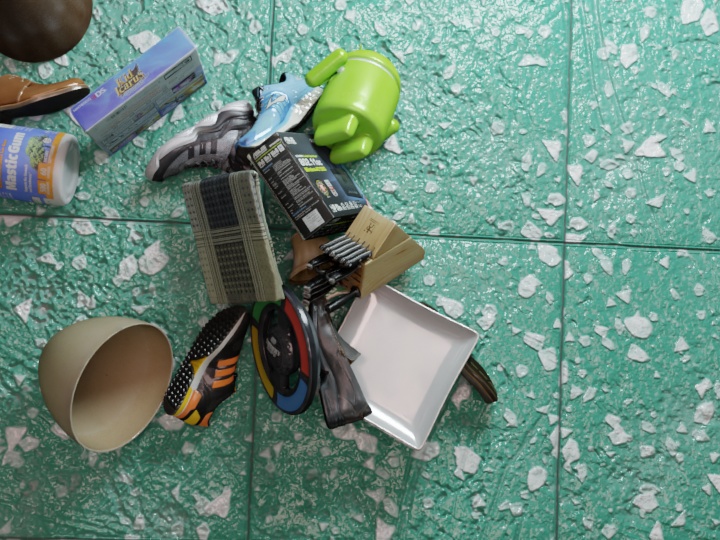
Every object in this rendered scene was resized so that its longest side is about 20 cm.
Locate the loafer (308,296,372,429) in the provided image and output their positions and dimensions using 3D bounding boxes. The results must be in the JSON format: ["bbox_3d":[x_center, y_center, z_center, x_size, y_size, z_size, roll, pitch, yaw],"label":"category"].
[{"bbox_3d":[-0.035,0.132,1.338,0.072,0.073,0.201,-11,85,-7],"label":"loafer"}]

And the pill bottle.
[{"bbox_3d":[-0.539,-0.165,1.357,0.199,0.112,0.112,7,86,-5],"label":"pill bottle"}]

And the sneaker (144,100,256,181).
[{"bbox_3d":[-0.231,-0.173,1.401,0.200,0.075,0.114,-35,88,-9],"label":"sneaker"}]

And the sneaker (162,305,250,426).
[{"bbox_3d":[-0.220,0.151,1.394,0.090,0.070,0.200,37,83,-37],"label":"sneaker"}]

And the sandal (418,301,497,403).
[{"bbox_3d":[0.143,0.138,1.429,0.055,0.082,0.200,-37,98,16],"label":"sandal"}]

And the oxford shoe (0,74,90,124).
[{"bbox_3d":[-0.522,-0.275,1.387,0.199,0.071,0.071,-14,83,-5],"label":"oxford shoe"}]

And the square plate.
[{"bbox_3d":[0.051,0.140,1.368,0.198,0.028,0.200,28,85,11],"label":"square plate"}]

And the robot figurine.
[{"bbox_3d":[-0.004,-0.259,1.388,0.175,0.116,0.200,46,49,-36],"label":"robot figurine"}]

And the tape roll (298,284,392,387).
[{"bbox_3d":[-0.014,0.106,1.420,0.200,0.048,0.201,0,86,-5],"label":"tape roll"}]

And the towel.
[{"bbox_3d":[-0.188,-0.045,1.342,0.034,0.192,0.201,-18,100,-41],"label":"towel"}]

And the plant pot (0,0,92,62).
[{"bbox_3d":[-0.514,-0.430,1.330,0.186,0.200,0.187,0,86,-5],"label":"plant pot"}]

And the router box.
[{"bbox_3d":[-0.070,-0.129,1.345,0.062,0.200,0.150,-36,85,18],"label":"router box"}]

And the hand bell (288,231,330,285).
[{"bbox_3d":[-0.096,-0.088,1.417,0.104,0.104,0.200,-19,77,-6],"label":"hand bell"}]

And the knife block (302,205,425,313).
[{"bbox_3d":[0.000,0.000,1.356,0.064,0.200,0.176,34,90,28],"label":"knife block"}]

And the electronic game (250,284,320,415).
[{"bbox_3d":[-0.117,0.118,1.341,0.042,0.200,0.201,-9,87,-30],"label":"electronic game"}]

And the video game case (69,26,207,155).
[{"bbox_3d":[-0.328,-0.264,1.346,0.200,0.181,0.045,-39,89,-6],"label":"video game case"}]

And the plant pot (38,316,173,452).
[{"bbox_3d":[-0.397,0.150,1.328,0.134,0.200,0.201,20,84,27],"label":"plant pot"}]

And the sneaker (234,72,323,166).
[{"bbox_3d":[-0.142,-0.238,1.388,0.090,0.078,0.200,37,50,-2],"label":"sneaker"}]
